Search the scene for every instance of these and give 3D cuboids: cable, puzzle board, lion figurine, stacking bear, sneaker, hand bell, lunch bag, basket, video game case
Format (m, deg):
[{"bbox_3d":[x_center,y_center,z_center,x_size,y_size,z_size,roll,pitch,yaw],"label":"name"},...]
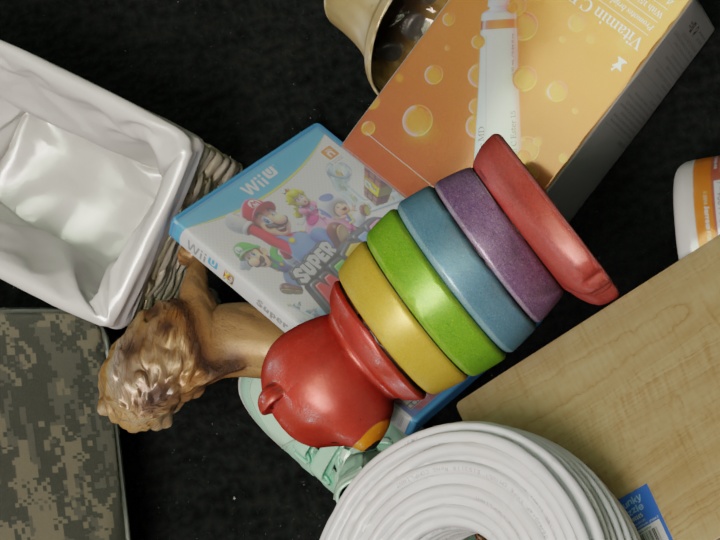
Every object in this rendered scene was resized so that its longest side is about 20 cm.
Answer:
[{"bbox_3d":[0.061,0.184,1.086,0.200,0.069,0.200,-50,56,14],"label":"cable"},{"bbox_3d":[0.162,0.087,1.105,0.200,0.017,0.151,-34,60,19],"label":"puzzle board"},{"bbox_3d":[-0.061,0.045,1.229,0.199,0.073,0.123,-3,40,3],"label":"lion figurine"},{"bbox_3d":[0.032,0.026,1.124,0.200,0.121,0.114,-38,79,5],"label":"stacking bear"},{"bbox_3d":[-0.007,0.106,1.228,0.200,0.118,0.074,34,96,19],"label":"sneaker"},{"bbox_3d":[-0.029,-0.198,1.298,0.200,0.104,0.104,34,95,30],"label":"hand bell"},{"bbox_3d":[-0.247,0.125,1.290,0.167,0.139,0.201,-17,78,50],"label":"lunch bag"},{"bbox_3d":[-0.192,-0.056,1.301,0.199,0.123,0.136,26,93,19],"label":"basket"},{"bbox_3d":[0.000,0.000,1.238,0.200,0.143,0.018,39,139,17],"label":"video game case"}]

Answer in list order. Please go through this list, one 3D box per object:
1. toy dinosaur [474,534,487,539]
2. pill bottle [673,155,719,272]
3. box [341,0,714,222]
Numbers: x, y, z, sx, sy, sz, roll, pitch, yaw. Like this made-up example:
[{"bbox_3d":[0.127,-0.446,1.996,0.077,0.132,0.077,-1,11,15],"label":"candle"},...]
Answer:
[{"bbox_3d":[0.154,0.195,1.172,0.199,0.136,0.103,19,83,-11],"label":"toy dinosaur"},{"bbox_3d":[0.288,-0.023,1.153,0.199,0.112,0.113,-8,82,16],"label":"pill bottle"},{"bbox_3d":[0.104,-0.113,1.227,0.124,0.097,0.200,39,96,17],"label":"box"}]
